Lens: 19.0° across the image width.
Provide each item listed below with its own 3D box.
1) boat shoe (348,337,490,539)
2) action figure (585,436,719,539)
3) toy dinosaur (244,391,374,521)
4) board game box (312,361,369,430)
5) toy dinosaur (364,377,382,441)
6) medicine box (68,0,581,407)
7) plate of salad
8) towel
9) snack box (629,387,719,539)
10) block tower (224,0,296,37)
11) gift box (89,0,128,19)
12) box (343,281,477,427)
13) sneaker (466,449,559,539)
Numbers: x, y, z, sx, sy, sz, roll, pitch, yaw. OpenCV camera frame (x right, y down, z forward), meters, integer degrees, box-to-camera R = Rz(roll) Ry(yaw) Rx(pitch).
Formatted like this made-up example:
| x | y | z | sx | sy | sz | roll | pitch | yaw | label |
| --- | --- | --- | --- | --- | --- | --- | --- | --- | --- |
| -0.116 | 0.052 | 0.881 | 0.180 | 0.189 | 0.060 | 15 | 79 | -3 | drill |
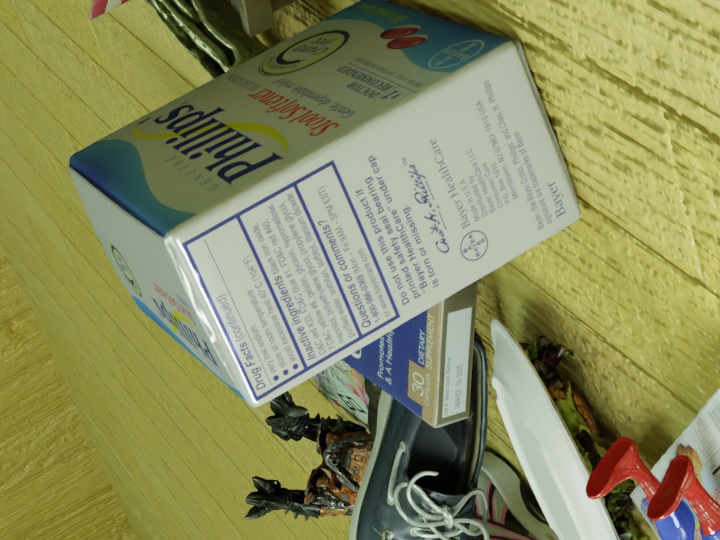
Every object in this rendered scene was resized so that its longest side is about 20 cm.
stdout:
| x | y | z | sx | sy | sz | roll | pitch | yaw | label |
| --- | --- | --- | --- | --- | --- | --- | --- | --- | --- |
| 0.045 | 0.137 | 1.341 | 0.062 | 0.075 | 0.201 | -4 | 71 | 61 | boat shoe |
| 0.177 | 0.158 | 1.021 | 0.065 | 0.052 | 0.200 | 7 | 148 | 49 | action figure |
| -0.012 | 0.162 | 1.669 | 0.135 | 0.102 | 0.200 | 10 | 148 | 10 | toy dinosaur |
| -0.008 | 0.056 | 1.599 | 0.135 | 0.029 | 0.200 | 66 | 165 | -21 | board game box |
| 0.030 | 0.089 | 1.444 | 0.102 | 0.077 | 0.201 | -130 | 21 | -67 | toy dinosaur |
| -0.023 | -0.043 | 1.100 | 0.182 | 0.200 | 0.103 | 32 | 148 | 63 | medicine box |
| 0.124 | 0.114 | 1.201 | 0.200 | 0.048 | 0.201 | 156 | 90 | -87 | plate of salad |
| -0.092 | -0.151 | 1.357 | 0.149 | 0.036 | 0.200 | 51 | -176 | 12 | towel |
| 0.178 | 0.111 | 1.049 | 0.072 | 0.024 | 0.200 | 57 | 165 | 14 | snack box |
| -0.094 | -0.227 | 1.300 | 0.200 | 0.058 | 0.054 | 53 | 164 | 36 | block tower |
| -0.144 | -0.259 | 1.136 | 0.187 | 0.200 | 0.185 | 40 | 160 | 53 | gift box |
| 0.000 | 0.000 | 1.329 | 0.200 | 0.032 | 0.122 | 35 | 131 | 48 | box |
| 0.082 | 0.184 | 1.402 | 0.200 | 0.086 | 0.081 | 32 | 146 | 64 | sneaker |
